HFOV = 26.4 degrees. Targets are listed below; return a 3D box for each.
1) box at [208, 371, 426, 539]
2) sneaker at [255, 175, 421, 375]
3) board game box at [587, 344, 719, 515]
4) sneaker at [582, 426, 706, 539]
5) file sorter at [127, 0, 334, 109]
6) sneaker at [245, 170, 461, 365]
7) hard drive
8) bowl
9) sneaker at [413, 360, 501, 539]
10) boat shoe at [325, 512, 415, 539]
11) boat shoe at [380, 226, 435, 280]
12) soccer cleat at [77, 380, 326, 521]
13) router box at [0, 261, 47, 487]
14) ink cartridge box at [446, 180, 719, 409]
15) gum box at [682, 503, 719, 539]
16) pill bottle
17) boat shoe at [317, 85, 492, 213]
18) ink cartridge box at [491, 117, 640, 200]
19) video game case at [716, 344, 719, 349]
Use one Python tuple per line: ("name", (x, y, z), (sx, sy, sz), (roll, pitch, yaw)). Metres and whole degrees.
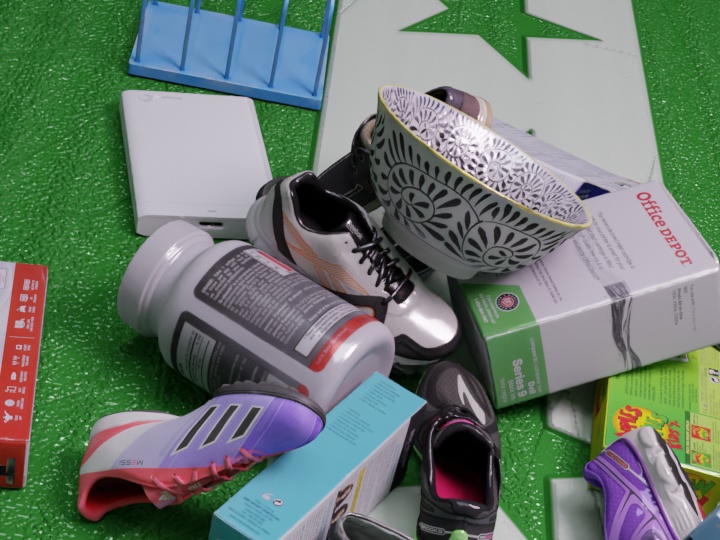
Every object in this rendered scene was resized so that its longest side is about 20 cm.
("box", (-0.031, 0.157, 1.088), (0.049, 0.083, 0.200), (30, 39, 20))
("sneaker", (-0.018, 0.011, 1.292), (0.075, 0.079, 0.200), (-33, 78, -34))
("board game box", (0.247, 0.108, 1.270), (0.101, 0.048, 0.200), (14, 36, 2))
("sneaker", (0.222, 0.214, 1.120), (0.081, 0.083, 0.201), (40, 24, -49))
("file sorter", (-0.124, -0.268, 1.579), (0.199, 0.123, 0.139), (11, 37, -5))
("sneaker", (0.000, 0.000, 1.213), (0.200, 0.080, 0.074), (36, 55, -4))
("hard drive", (-0.151, -0.100, 1.432), (0.131, 0.026, 0.200), (2, 39, -16))
("bowl", (0.077, -0.055, 1.229), (0.200, 0.094, 0.201), (29, 17, -10))
("sneaker", (0.078, 0.135, 1.151), (0.076, 0.084, 0.200), (8, 37, -8))
("boat shoe", (0.055, 0.231, 1.028), (0.199, 0.071, 0.072), (25, 38, 14))
("boat shoe", (0.060, -0.035, 1.389), (0.200, 0.057, 0.069), (-23, 50, -39))
("soccer cleat", (-0.111, 0.128, 1.054), (0.199, 0.068, 0.073), (-13, 44, 30))
("router box", (-0.328, 0.068, 1.135), (0.179, 0.049, 0.200), (5, 38, -11))
("ink cartridge box", (0.183, 0.017, 1.276), (0.199, 0.084, 0.146), (-15, 36, -3))
("gum box", (0.337, 0.212, 1.099), (0.170, 0.045, 0.200), (50, 36, 13))
("pill bottle", (-0.083, 0.047, 1.186), (0.200, 0.116, 0.116), (31, 40, 21))
("boat shoe", (0.023, -0.109, 1.369), (0.065, 0.199, 0.072), (34, 43, -39))
("ink cartridge box", (0.178, -0.093, 1.453), (0.199, 0.041, 0.199), (25, 12, 18))
("video game case", (0.393, 0.085, 1.327), (0.200, 0.019, 0.143), (44, 37, 19))
